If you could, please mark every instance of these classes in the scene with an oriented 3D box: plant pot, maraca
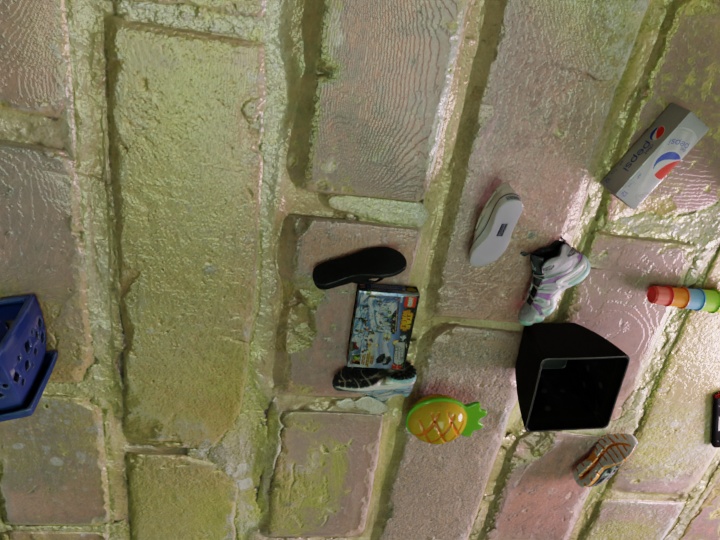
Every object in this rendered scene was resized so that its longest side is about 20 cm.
[{"bbox_3d":[-0.730,0.188,1.141,0.197,0.201,0.182,-10,126,-2],"label":"plant pot"},{"bbox_3d":[0.206,0.359,1.400,0.196,0.108,0.139,2,126,-9],"label":"maraca"},{"bbox_3d":[0.455,0.224,1.318,0.196,0.178,0.202,0,119,-6],"label":"plant pot"}]

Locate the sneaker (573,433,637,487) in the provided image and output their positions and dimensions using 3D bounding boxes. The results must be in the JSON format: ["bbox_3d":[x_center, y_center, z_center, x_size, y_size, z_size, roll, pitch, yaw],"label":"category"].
[{"bbox_3d":[0.668,0.513,1.570,0.077,0.079,0.200,25,117,-34],"label":"sneaker"}]

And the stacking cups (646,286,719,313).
[{"bbox_3d":[0.762,0.069,1.338,0.196,0.061,0.061,3,119,-9],"label":"stacking cups"}]

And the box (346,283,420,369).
[{"bbox_3d":[0.047,0.126,1.291,0.134,0.040,0.203,5,118,-9],"label":"box"}]

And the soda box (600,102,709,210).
[{"bbox_3d":[0.579,-0.224,1.150,0.063,0.069,0.201,30,111,-21],"label":"soda box"}]

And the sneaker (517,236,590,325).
[{"bbox_3d":[0.384,0.013,1.257,0.139,0.078,0.201,37,99,-22],"label":"sneaker"}]

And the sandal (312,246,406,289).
[{"bbox_3d":[-0.001,-0.001,1.208,0.197,0.076,0.048,-10,145,7],"label":"sandal"}]

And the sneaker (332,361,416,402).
[{"bbox_3d":[0.033,0.272,1.350,0.196,0.078,0.087,-2,123,-6],"label":"sneaker"}]

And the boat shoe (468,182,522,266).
[{"bbox_3d":[0.267,-0.091,1.185,0.071,0.066,0.201,-1,140,-10],"label":"boat shoe"}]

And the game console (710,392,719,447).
[{"bbox_3d":[1.039,0.388,1.572,0.174,0.031,0.202,-15,119,6],"label":"game console"}]
